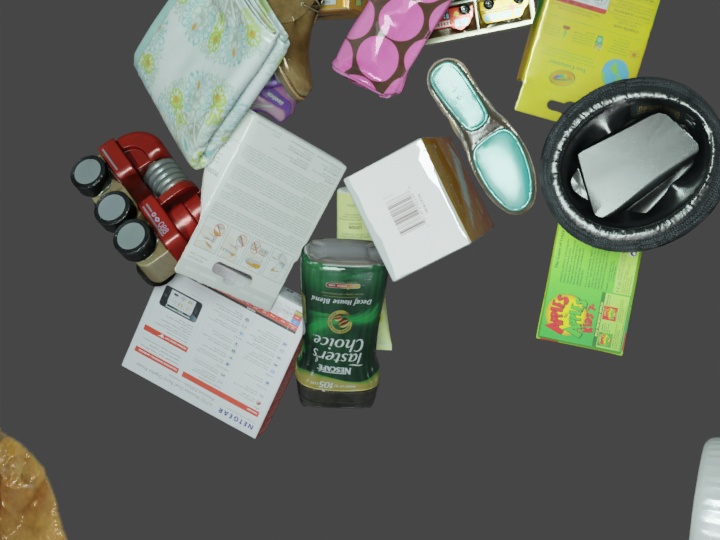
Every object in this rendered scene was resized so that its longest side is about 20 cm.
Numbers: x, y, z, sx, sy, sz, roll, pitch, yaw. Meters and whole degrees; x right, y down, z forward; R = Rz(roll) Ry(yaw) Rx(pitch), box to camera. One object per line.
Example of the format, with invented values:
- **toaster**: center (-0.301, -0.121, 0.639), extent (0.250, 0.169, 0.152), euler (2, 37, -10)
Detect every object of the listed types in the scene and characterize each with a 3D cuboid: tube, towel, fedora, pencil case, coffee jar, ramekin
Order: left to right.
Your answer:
- **towel**: center (-0.170, -0.242, 1.355), extent (0.200, 0.048, 0.172), euler (-50, 54, 31)
- **coffee jar**: center (-0.023, 0.067, 1.433), extent (0.103, 0.085, 0.201), euler (1, 115, -5)
- **tube**: center (0.000, 0.000, 1.473), extent (0.058, 0.052, 0.202), euler (17, 112, 50)
- **pencil case**: center (0.054, -0.291, 1.379), extent (0.093, 0.091, 0.201), euler (33, 105, 0)
- **fedora**: center (0.295, -0.109, 1.319), extent (0.199, 0.092, 0.202), euler (-1, 85, 11)
- **ramekin**: center (0.416, 0.278, 1.334), extent (0.097, 0.200, 0.202), euler (6, 98, 20)

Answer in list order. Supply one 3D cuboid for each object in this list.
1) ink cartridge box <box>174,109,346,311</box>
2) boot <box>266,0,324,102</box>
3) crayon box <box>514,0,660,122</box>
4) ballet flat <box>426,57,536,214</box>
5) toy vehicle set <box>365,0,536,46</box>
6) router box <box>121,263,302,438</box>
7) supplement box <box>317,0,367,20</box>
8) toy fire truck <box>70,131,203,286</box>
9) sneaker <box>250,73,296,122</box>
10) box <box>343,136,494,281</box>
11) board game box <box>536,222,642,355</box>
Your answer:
- **ink cartridge box**: center (-0.124, -0.070, 1.425), extent (0.050, 0.161, 0.201), euler (33, 95, 46)
- **boot**: center (-0.071, -0.290, 1.356), extent (0.075, 0.074, 0.202), euler (-11, 87, 16)
- **crayon box**: center (0.254, -0.262, 1.366), extent (0.126, 0.051, 0.201), euler (16, 100, -3)
- **ballet flat**: center (0.145, -0.157, 1.409), extent (0.068, 0.067, 0.201), euler (-28, 91, 9)
- **toy vehicle set**: center (0.100, -0.330, 1.419), extent (0.199, 0.027, 0.125), euler (-9, 95, 14)
- **router box**: center (-0.174, 0.082, 1.522), extent (0.199, 0.049, 0.180), euler (28, 102, 9)
- **supplement box**: center (-0.093, -0.328, 1.432), extent (0.199, 0.066, 0.069), euler (4, 95, 21)
- **toy fire truck**: center (-0.227, -0.112, 1.463), extent (0.200, 0.129, 0.176), euler (-36, 61, -5)
- **sneaker**: center (-0.159, -0.223, 1.474), extent (0.199, 0.081, 0.089), euler (9, 123, 17)
- **box**: center (0.070, -0.074, 1.367), extent (0.097, 0.200, 0.125), euler (-26, 91, 14)
- **board game box**: center (0.271, -0.013, 1.406), extent (0.101, 0.048, 0.202), euler (11, 98, 12)
